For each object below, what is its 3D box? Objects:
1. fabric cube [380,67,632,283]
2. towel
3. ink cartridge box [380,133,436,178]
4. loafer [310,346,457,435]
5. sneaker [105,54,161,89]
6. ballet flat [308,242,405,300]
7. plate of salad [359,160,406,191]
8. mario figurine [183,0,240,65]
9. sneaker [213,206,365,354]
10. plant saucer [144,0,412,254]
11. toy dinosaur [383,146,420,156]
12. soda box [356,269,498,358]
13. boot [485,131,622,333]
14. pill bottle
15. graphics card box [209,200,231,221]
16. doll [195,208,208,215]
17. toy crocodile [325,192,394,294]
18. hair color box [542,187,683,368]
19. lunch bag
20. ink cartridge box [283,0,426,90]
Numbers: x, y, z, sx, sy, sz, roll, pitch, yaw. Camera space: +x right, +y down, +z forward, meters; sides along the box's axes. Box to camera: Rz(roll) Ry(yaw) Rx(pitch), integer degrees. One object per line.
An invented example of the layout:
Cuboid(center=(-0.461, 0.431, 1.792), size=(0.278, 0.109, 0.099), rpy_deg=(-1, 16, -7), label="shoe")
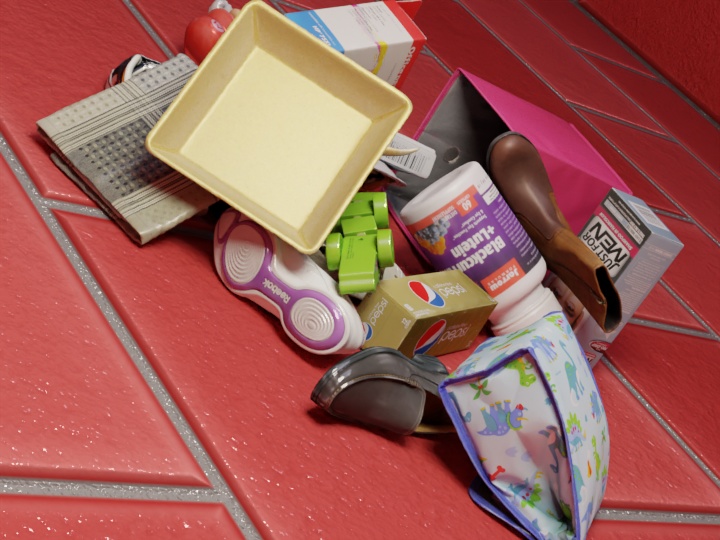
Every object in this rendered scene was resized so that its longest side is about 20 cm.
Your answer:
Cuboid(center=(0.179, -0.100, 1.966), size=(0.199, 0.200, 0.196), rpy_deg=(22, 22, -32), label="fabric cube")
Cuboid(center=(-0.203, -0.124, 1.590), size=(0.200, 0.035, 0.193), rpy_deg=(-30, 62, -31), label="towel")
Cuboid(center=(-0.036, -0.176, 1.928), size=(0.198, 0.044, 0.200), rpy_deg=(21, 1, -29), label="ink cartridge box")
Cuboid(center=(0.034, 0.119, 1.459), size=(0.200, 0.073, 0.072), rpy_deg=(3, 41, -51), label="loafer")
Cuboid(center=(-0.241, -0.205, 1.763), size=(0.078, 0.080, 0.200), rpy_deg=(24, 21, -19), label="sneaker")
Cuboid(center=(0.000, 0.000, 1.679), size=(0.200, 0.062, 0.067), rpy_deg=(13, 28, -42), label="ballet flat")
Cuboid(center=(-0.040, -0.129, 1.895), size=(0.199, 0.048, 0.200), rpy_deg=(21, 0, 0), label="plate of salad")
Cuboid(center=(-0.157, -0.313, 2.072), size=(0.123, 0.107, 0.200), rpy_deg=(3, 3, 20), label="mario figurine")
Cuboid(center=(-0.072, 0.016, 1.554), size=(0.200, 0.075, 0.100), rpy_deg=(47, 11, 23), label="sneaker")
Cuboid(center=(-0.081, -0.137, 1.550), size=(0.200, 0.200, 0.048), rpy_deg=(33, -19, 2), label="plant saucer")
Cuboid(center=(-0.042, -0.153, 1.761), size=(0.200, 0.101, 0.058), rpy_deg=(33, 18, 8), label="toy dinosaur")
Cuboid(center=(0.068, 0.049, 1.661), size=(0.064, 0.068, 0.200), rpy_deg=(40, 22, 21), label="soda box")
Cuboid(center=(0.218, -0.045, 1.769), size=(0.200, 0.068, 0.189), rpy_deg=(-122, -168, -53), label="boot")
Cuboid(center=(0.143, -0.014, 1.791), size=(0.200, 0.111, 0.111), rpy_deg=(55, 19, -7), label="pill bottle")
Cuboid(center=(-0.093, -0.081, 1.741), size=(0.199, 0.051, 0.126), rpy_deg=(13, 28, -41), label="graphics card box")
Cuboid(center=(-0.157, -0.147, 1.663), size=(0.136, 0.049, 0.200), rpy_deg=(19, 48, 13), label="doll")
Cuboid(center=(0.000, -0.029, 1.592), size=(0.067, 0.062, 0.200), rpy_deg=(-7, 30, 3), label="toy crocodile")
Cuboid(center=(0.286, 0.013, 1.867), size=(0.060, 0.200, 0.099), rpy_deg=(18, 26, -35), label="hair color box")
Cuboid(center=(0.172, 0.161, 1.496), size=(0.201, 0.127, 0.170), rpy_deg=(63, 23, -3), label="lunch bag")
Cuboid(center=(-0.009, -0.224, 1.689), size=(0.199, 0.116, 0.067), rpy_deg=(-15, 58, -39), label="ink cartridge box")
